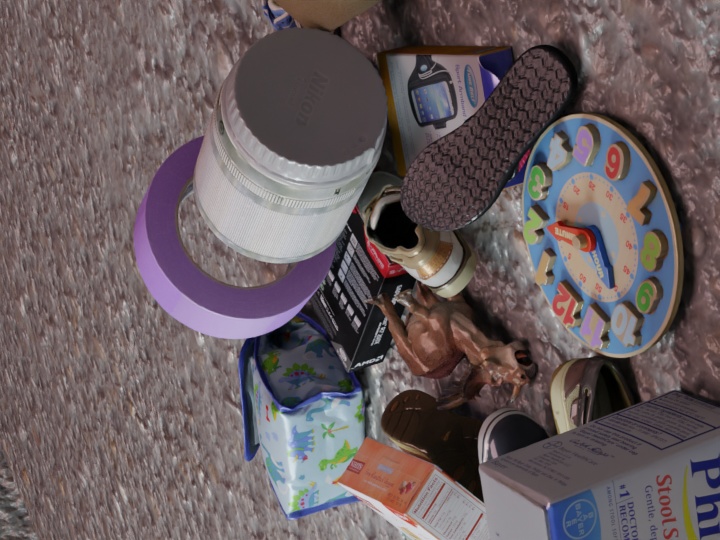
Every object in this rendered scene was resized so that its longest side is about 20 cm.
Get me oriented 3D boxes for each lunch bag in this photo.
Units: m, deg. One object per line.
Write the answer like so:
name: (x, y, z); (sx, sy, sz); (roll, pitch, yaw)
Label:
lunch bag: (-0.075, 0.154, 1.908); (0.200, 0.126, 0.172); (-120, 23, -52)

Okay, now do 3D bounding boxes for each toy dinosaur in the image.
toy dinosaur: (0.076, 0.073, 1.598); (0.137, 0.085, 0.200); (67, 160, -4)

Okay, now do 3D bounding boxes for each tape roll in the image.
tape roll: (-0.127, -0.036, 1.686); (0.202, 0.198, 0.066); (67, 155, 12)

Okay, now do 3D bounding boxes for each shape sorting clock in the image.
shape sorting clock: (0.191, -0.027, 1.348); (0.200, 0.039, 0.202); (42, 141, 47)

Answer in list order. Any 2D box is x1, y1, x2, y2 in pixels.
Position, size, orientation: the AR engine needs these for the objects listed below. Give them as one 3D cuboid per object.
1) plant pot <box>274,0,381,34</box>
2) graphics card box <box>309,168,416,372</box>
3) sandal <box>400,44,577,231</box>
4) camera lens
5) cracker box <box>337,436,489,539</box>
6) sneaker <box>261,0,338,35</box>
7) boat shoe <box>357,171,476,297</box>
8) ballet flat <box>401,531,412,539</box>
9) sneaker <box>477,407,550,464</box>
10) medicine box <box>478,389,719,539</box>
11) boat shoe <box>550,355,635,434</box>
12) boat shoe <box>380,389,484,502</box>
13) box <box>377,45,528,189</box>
plant pot: (-0.052, -0.323, 1.524); (0.201, 0.187, 0.187); (60, 156, -9)
graphics card box: (0.000, 0.000, 1.733); (0.126, 0.050, 0.201); (59, 150, 28)
sandal: (0.112, -0.106, 1.391); (0.075, 0.045, 0.200); (49, 117, 9)
camera lens: (-0.068, -0.112, 1.557); (0.161, 0.159, 0.200); (64, 156, 18)
cracker box: (0.089, 0.244, 1.572); (0.200, 0.058, 0.134); (41, 167, -25)
sneaker: (-0.066, -0.260, 1.677); (0.076, 0.076, 0.201); (51, 148, 35)
boat shoe: (0.040, -0.050, 1.558); (0.068, 0.075, 0.200); (36, -175, -34)
ballet flat: (0.084, 0.278, 1.704); (0.071, 0.069, 0.201); (31, 154, 25)
sneaker: (0.172, 0.219, 1.494); (0.079, 0.078, 0.202); (11, 126, 67)
medicine box: (0.208, 0.215, 1.276); (0.103, 0.198, 0.184); (19, 123, 61)
boat shoe: (0.212, 0.169, 1.388); (0.066, 0.071, 0.203); (148, 108, -69)
boat shoe: (0.104, 0.186, 1.634); (0.199, 0.072, 0.068); (32, 167, 43)
box: (0.088, -0.139, 1.488); (0.199, 0.041, 0.120); (14, 117, 58)
